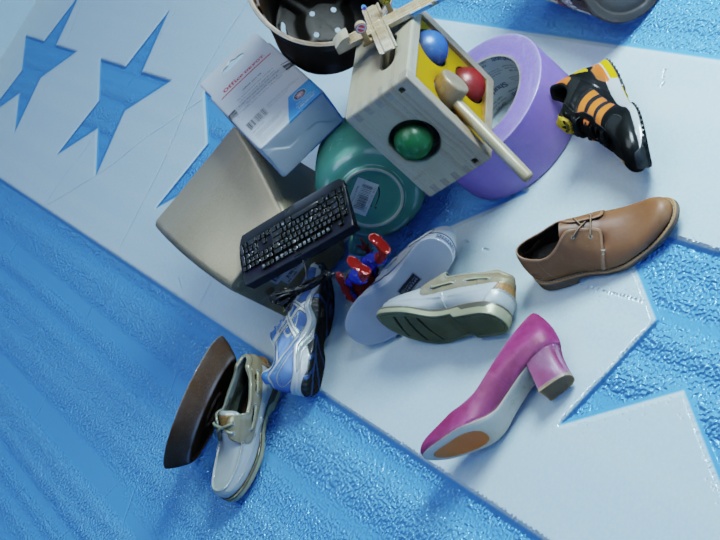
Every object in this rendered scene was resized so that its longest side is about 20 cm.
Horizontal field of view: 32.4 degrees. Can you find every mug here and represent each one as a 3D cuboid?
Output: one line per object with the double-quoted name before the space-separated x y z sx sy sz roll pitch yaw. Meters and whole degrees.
"mug" 0.020 -0.109 1.670 0.151 0.186 0.115 -23 27 11

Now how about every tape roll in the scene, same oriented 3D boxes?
"tape roll" 0.179 -0.200 1.607 0.199 0.085 0.201 -30 43 32

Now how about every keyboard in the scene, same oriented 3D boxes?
"keyboard" -0.081 -0.026 1.629 0.199 0.021 0.128 -29 70 33

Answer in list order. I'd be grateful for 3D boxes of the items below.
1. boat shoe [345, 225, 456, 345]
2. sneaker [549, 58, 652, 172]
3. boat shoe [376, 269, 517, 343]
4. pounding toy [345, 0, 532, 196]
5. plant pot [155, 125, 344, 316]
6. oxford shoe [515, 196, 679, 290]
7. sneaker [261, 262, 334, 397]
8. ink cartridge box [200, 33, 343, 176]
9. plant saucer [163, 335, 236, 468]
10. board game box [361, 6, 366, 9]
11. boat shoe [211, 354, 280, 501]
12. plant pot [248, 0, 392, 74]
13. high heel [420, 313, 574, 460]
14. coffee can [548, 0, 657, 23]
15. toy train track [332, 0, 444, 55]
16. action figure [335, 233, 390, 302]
"boat shoe" 0.058 0.020 1.606 0.200 0.074 0.065 -42 6 29
"sneaker" 0.279 -0.171 1.453 0.089 0.070 0.201 -18 39 7
"boat shoe" 0.109 0.042 1.520 0.199 0.075 0.069 -3 55 41
"pounding toy" 0.098 -0.195 1.493 0.142 0.184 0.201 -31 34 32
"plant pot" -0.139 -0.052 1.797 0.200 0.200 0.177 -48 48 11
"oxford shoe" 0.263 -0.037 1.392 0.199 0.071 0.072 -26 43 34
"sneaker" -0.084 0.075 1.698 0.076 0.076 0.201 1 58 19
"ink cartridge box" -0.125 -0.232 1.702 0.116 0.068 0.200 -42 47 -1
"plant saucer" -0.220 0.191 1.743 0.200 0.034 0.202 21 -90 -85
"board game box" 0.059 -0.278 1.767 0.045 0.134 0.201 -43 37 18
"boat shoe" -0.169 0.212 1.700 0.074 0.068 0.201 -5 61 41
"plant pot" -0.051 -0.362 1.640 0.201 0.199 0.198 -62 -4 -7
"high heel" 0.141 0.133 1.398 0.200 0.067 0.096 -38 49 17
"coffee can" 0.283 -0.411 1.592 0.147 0.146 0.200 -55 35 3
"toy train track" 0.054 -0.319 1.473 0.199 0.033 0.115 -26 39 6
"action figure" 0.000 0.000 1.625 0.066 0.052 0.200 -52 -6 -14
